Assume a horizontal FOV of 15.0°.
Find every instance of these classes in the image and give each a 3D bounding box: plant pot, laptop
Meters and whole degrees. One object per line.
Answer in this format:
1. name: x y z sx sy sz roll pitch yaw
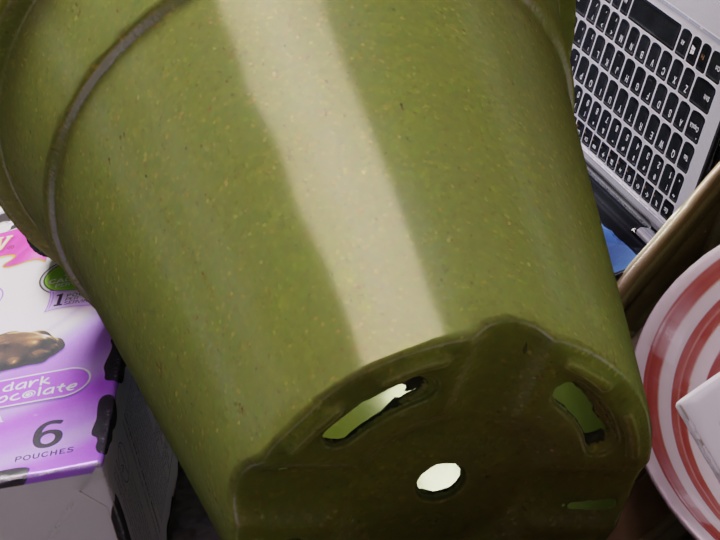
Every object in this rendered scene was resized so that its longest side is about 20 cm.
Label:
1. plant pot: 0.000 0.000 0.807 0.199 0.201 0.191 -18 47 -5
2. laptop: 0.049 -0.071 1.008 0.115 0.201 0.187 13 16 -19

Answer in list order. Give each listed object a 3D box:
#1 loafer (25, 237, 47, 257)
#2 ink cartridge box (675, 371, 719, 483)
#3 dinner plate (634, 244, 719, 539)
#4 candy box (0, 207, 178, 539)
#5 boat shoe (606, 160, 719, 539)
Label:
1. loafer: -0.026 -0.065 0.937 0.199 0.073 0.073 -17 12 -12
2. ink cartridge box: 0.187 0.001 0.689 0.200 0.051 0.109 -38 -21 20
3. dinner plate: 0.180 0.046 0.818 0.198 0.024 0.201 0 40 0
4. candy box: -0.149 0.052 0.945 0.166 0.072 0.200 -10 30 8
5. boat shoe: 0.094 0.029 0.880 0.073 0.063 0.200 11 38 38
